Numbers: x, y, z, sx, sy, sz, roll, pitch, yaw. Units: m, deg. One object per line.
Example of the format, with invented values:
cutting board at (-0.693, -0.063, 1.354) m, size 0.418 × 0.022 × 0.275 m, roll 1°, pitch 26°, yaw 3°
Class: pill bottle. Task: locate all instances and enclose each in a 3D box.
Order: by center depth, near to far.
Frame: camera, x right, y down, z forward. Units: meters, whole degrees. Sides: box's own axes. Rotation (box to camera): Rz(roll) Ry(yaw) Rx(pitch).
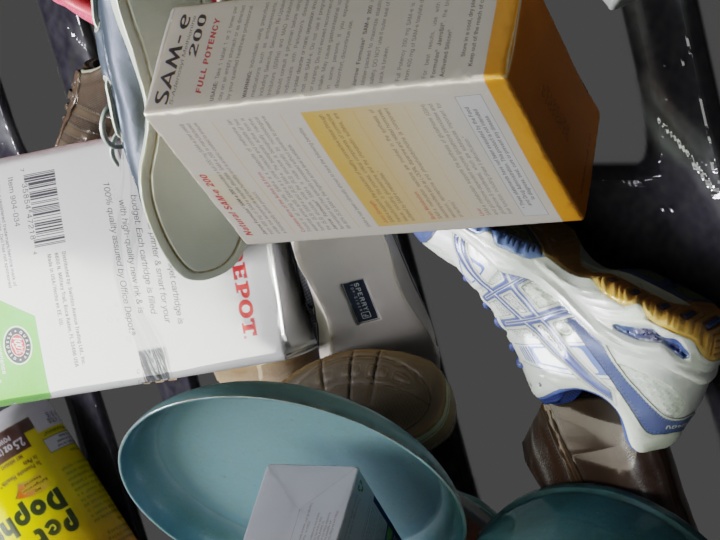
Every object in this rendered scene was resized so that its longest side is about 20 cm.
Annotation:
pill bottle at (-0.229, 0.204, 1.580) m, size 0.201 × 0.109 × 0.109 m, roll 56°, pitch 141°, yaw 5°

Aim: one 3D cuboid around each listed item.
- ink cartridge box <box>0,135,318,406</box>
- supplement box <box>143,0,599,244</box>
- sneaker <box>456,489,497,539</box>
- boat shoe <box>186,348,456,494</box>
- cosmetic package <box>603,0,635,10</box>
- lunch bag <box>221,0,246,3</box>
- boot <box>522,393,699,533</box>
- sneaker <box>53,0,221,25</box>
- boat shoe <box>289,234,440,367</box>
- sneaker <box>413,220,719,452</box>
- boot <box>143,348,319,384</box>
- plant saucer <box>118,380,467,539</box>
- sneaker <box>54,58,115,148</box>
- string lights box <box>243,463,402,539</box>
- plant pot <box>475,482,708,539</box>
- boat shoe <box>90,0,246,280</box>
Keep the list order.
ink cartridge box at (-0.134, -0.007, 1.270) m, size 0.198 × 0.084 × 0.147 m, roll -9°, pitch 91°, yaw 16°
supplement box at (0.008, -0.081, 1.079) m, size 0.198 × 0.074 × 0.126 m, roll -3°, pitch 147°, yaw 24°
sneaker at (0.028, 0.144, 1.289) m, size 0.199 × 0.080 × 0.072 m, roll 18°, pitch 107°, yaw 37°
boat shoe at (-0.021, 0.099, 1.237) m, size 0.199 × 0.075 × 0.066 m, roll -15°, pitch 145°, yaw 34°
cosmetic package at (0.100, -0.233, 0.970) m, size 0.201 × 0.090 × 0.107 m, roll 54°, pitch 141°, yaw 13°
lunch bag at (-0.054, -0.240, 1.089) m, size 0.167 × 0.139 × 0.201 m, roll -33°, pitch 86°, yaw 51°
boot at (0.128, 0.167, 1.198) m, size 0.186 × 0.064 × 0.201 m, roll -25°, pitch 97°, yaw 38°
sneaker at (-0.105, -0.151, 1.218) m, size 0.199 × 0.086 × 0.075 m, roll 14°, pitch 99°, yaw 33°
boat shoe at (0.000, 0.000, 1.246) m, size 0.201 × 0.074 × 0.093 m, roll 77°, pitch -177°, yaw -47°
sneaker at (0.095, 0.024, 1.122) m, size 0.199 × 0.075 × 0.089 m, roll 32°, pitch 114°, yaw 33°
boot at (-0.111, 0.016, 1.371) m, size 0.199 × 0.075 × 0.108 m, roll -4°, pitch 107°, yaw 40°
plant saucer at (-0.036, 0.118, 1.179) m, size 0.198 × 0.028 × 0.201 m, roll 10°, pitch 144°, yaw 8°
sneaker at (-0.159, -0.095, 1.369) m, size 0.200 × 0.070 × 0.076 m, roll -43°, pitch 62°, yaw 46°
string lights box at (-0.004, 0.205, 1.172) m, size 0.058 × 0.103 × 0.201 m, roll 0°, pitch 142°, yaw 25°
plant pot at (0.090, 0.241, 1.099) m, size 0.199 × 0.188 × 0.202 m, roll 15°, pitch 117°, yaw 31°
boat shoe at (-0.109, -0.093, 1.172) m, size 0.062 × 0.074 × 0.202 m, roll 31°, pitch 141°, yaw 59°
